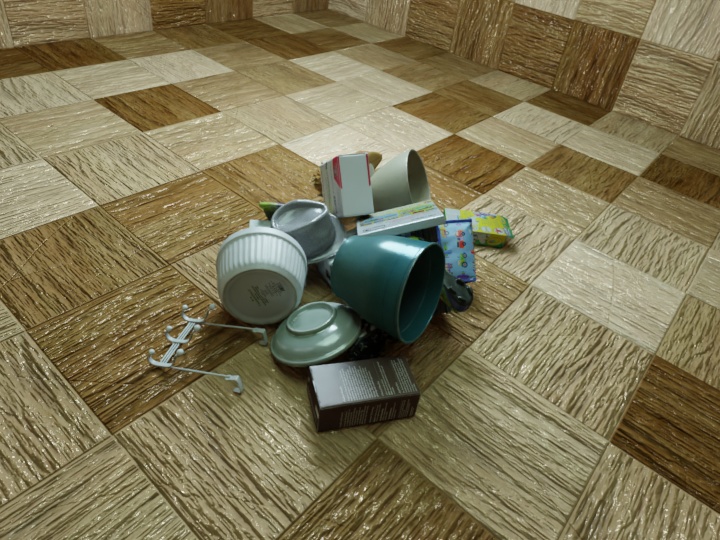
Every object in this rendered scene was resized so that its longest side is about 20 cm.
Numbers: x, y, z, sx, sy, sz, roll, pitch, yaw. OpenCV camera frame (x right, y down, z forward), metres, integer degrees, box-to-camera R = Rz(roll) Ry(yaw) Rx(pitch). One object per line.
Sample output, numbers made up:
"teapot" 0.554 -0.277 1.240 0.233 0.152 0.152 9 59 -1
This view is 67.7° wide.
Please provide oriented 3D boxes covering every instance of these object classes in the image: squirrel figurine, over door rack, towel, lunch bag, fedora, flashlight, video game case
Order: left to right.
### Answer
"over door rack" -0.297 0.141 1.061 0.195 0.068 0.149 15 38 7
"towel" -0.164 -0.138 1.416 0.195 0.144 0.023 11 78 0
"fedora" -0.132 -0.105 1.260 0.195 0.091 0.180 -11 51 -4
"squirrel figurine" -0.062 -0.284 1.573 0.183 0.146 0.198 9 5 37
"video game case" 0.087 -0.116 1.253 0.195 0.023 0.183 -13 18 2
"lunch bag" 0.174 -0.042 1.317 0.195 0.155 0.094 -2 -7 -13
"flashlight" 0.167 -0.001 1.240 0.066 0.206 0.068 -8 0 -11

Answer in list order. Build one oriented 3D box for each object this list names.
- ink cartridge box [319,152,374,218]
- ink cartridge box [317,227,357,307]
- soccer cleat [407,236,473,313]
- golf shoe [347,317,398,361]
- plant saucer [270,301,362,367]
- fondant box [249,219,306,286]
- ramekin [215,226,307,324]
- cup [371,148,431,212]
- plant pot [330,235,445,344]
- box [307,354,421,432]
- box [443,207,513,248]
"ink cartridge box" -0.039 -0.210 1.370 0.082 0.149 0.200 -8 6 -16
"ink cartridge box" 0.000 0.000 1.276 0.142 0.085 0.200 -24 48 -22
"soccer cleat" 0.161 0.013 1.173 0.064 0.084 0.200 -36 76 -28
"golf shoe" 0.022 0.131 1.146 0.093 0.080 0.198 24 30 30
"plant saucer" -0.096 0.114 1.096 0.195 0.051 0.201 -13 27 7
"fondant box" -0.207 -0.046 1.331 0.140 0.059 0.202 2 39 -11
"ramekin" -0.209 0.020 1.129 0.195 0.203 0.106 2 41 -9
"cup" 0.100 -0.217 1.487 0.140 0.204 0.202 -10 30 24
"plant pot" 0.046 0.018 1.081 0.185 0.204 0.199 19 37 28
"box" 0.004 0.229 1.009 0.195 0.076 0.101 -2 39 -18
"box" 0.340 -0.124 1.561 0.194 0.049 0.119 6 37 0
